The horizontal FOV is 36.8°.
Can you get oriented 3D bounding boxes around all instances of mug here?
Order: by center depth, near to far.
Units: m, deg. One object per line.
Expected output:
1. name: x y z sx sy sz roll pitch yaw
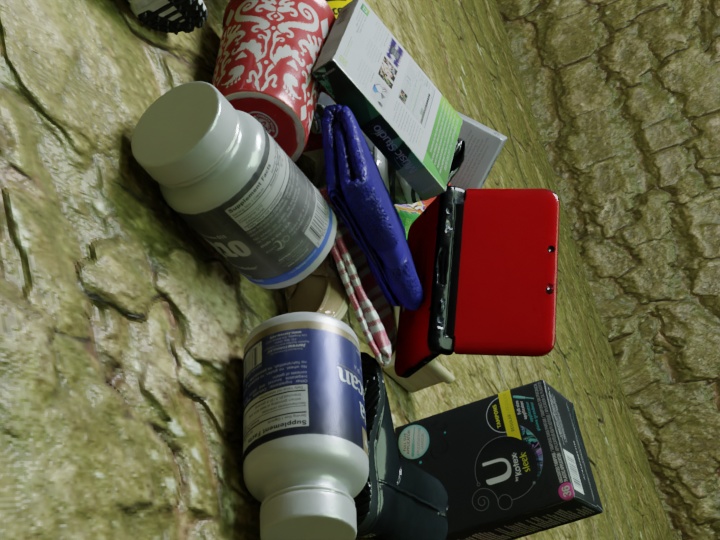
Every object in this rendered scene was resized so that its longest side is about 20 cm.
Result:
1. mug: -0.079 -0.204 1.180 0.200 0.177 0.133 -83 -171 -46

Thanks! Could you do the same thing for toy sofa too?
1. toy sofa: 0.079 0.051 1.432 0.083 0.098 0.200 45 30 -49

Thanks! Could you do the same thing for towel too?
1. towel: 0.008 -0.064 1.158 0.148 0.050 0.200 -105 171 -46
2. towel: 0.000 0.000 1.183 0.146 0.030 0.200 -55 124 -81

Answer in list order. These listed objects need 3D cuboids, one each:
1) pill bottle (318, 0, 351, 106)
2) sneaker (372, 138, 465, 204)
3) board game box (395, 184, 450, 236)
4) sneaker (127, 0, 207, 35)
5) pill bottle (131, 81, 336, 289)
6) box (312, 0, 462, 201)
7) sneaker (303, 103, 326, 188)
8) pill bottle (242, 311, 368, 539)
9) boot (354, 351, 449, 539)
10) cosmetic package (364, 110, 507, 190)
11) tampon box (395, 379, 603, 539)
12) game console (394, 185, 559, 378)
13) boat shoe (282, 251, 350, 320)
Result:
1. pill bottle: -0.040 -0.319 1.466 0.112 0.112 0.200 32 41 -60
2. sneaker: 0.074 -0.173 1.362 0.076 0.115 0.201 65 22 -66
3. board game box: 0.035 -0.077 1.394 0.153 0.040 0.200 20 32 -6
4. sneaker: -0.214 -0.300 1.051 0.200 0.066 0.091 24 51 -61
5. pill bottle: -0.117 -0.078 1.017 0.200 0.114 0.114 48 29 -45
6. box: 0.035 -0.193 1.217 0.200 0.036 0.144 46 37 -23
7. sneaker: -0.017 -0.121 1.322 0.087 0.075 0.200 29 33 -42
8. pill bottle: -0.050 0.147 0.971 0.111 0.111 0.200 48 28 -46
9. boot: 0.029 0.207 1.165 0.168 0.076 0.200 38 42 -50
10. cosmetic package: 0.092 -0.185 1.510 0.200 0.101 0.071 29 14 6
11. tampon box: 0.166 0.242 1.312 0.126 0.200 0.150 37 36 -56
12. game console: 0.127 0.017 1.210 0.119 0.172 0.200 15 63 -15
13. boat shoe: -0.058 0.007 1.165 0.065 0.071 0.200 55 13 -25
